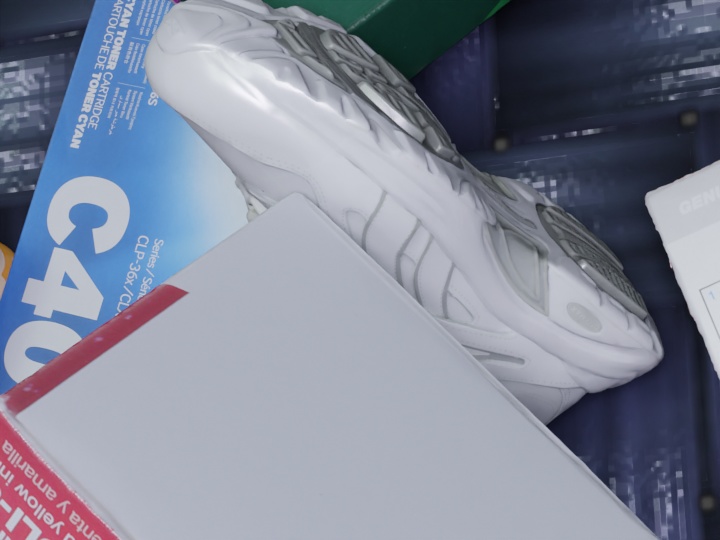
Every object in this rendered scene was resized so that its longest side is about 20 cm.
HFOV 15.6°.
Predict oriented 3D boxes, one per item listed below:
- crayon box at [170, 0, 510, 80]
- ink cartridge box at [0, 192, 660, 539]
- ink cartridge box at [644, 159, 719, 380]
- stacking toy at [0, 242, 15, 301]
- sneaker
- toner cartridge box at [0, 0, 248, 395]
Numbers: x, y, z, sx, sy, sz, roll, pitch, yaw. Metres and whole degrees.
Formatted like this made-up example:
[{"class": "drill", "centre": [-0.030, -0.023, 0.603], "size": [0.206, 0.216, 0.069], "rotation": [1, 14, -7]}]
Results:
[{"class": "crayon box", "centre": [-0.013, -0.165, 0.860], "size": [0.172, 0.058, 0.200], "rotation": [-39, 66, -15]}, {"class": "ink cartridge box", "centre": [-0.050, 0.113, 0.718], "size": [0.145, 0.145, 0.200], "rotation": [43, 128, 7]}, {"class": "ink cartridge box", "centre": [0.192, 0.037, 0.771], "size": [0.161, 0.050, 0.200], "rotation": [-25, 64, 12]}, {"class": "stacking toy", "centre": [-0.210, 0.019, 0.895], "size": [0.199, 0.110, 0.116], "rotation": [-9, 72, 5]}, {"class": "sneaker", "centre": [0.000, 0.000, 0.774], "size": [0.099, 0.200, 0.078], "rotation": [-43, 33, 13]}, {"class": "toner cartridge box", "centre": [-0.066, 0.007, 0.867], "size": [0.095, 0.043, 0.201], "rotation": [13, 80, 20]}]
